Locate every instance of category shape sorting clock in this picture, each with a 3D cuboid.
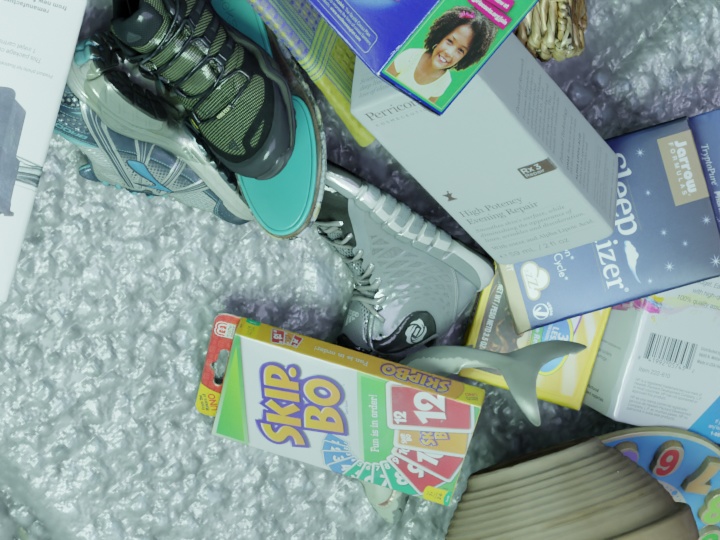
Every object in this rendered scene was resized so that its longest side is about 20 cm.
[{"bbox_3d":[0.207,0.202,1.601,0.198,0.039,0.201,-7,132,-8],"label":"shape sorting clock"}]

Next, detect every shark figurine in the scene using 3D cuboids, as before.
[{"bbox_3d":[0.054,0.083,1.506,0.128,0.214,0.090,47,37,-2],"label":"shark figurine"}]

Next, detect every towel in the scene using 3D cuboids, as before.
[{"bbox_3d":[-0.032,-0.190,1.403,0.200,0.023,0.144,49,37,-27],"label":"towel"}]

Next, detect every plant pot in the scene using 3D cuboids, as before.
[{"bbox_3d":[0.137,0.178,1.474,0.200,0.201,0.093,-16,86,-20],"label":"plant pot"}]

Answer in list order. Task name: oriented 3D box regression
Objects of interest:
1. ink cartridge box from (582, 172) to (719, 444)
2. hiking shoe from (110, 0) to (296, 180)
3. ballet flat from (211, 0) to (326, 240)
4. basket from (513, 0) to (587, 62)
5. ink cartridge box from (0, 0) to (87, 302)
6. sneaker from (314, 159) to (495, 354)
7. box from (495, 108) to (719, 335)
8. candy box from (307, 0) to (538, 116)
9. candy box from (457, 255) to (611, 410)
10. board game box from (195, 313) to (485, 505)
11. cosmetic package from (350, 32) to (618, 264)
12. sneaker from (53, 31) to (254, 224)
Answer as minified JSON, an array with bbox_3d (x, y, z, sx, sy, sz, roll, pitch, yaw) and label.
[{"bbox_3d":[0.262,0.024,1.592,0.144,0.085,0.201,14,97,-26],"label":"ink cartridge box"},{"bbox_3d":[-0.120,-0.141,1.337,0.076,0.201,0.100,-41,162,30],"label":"hiking shoe"},{"bbox_3d":[-0.060,-0.120,1.405,0.072,0.072,0.202,-14,85,-20],"label":"ballet flat"},{"bbox_3d":[0.083,-0.247,1.439,0.148,0.143,0.202,-1,98,13],"label":"basket"},{"bbox_3d":[-0.255,-0.095,1.302,0.084,0.145,0.201,14,96,-26],"label":"ink cartridge box"},{"bbox_3d":[0.000,0.000,1.478,0.199,0.075,0.116,31,91,-27],"label":"sneaker"},{"bbox_3d":[0.194,-0.038,1.511,0.199,0.032,0.122,-16,92,5],"label":"box"},{"bbox_3d":[0.054,-0.230,1.296,0.200,0.169,0.077,-50,139,14],"label":"candy box"},{"bbox_3d":[0.148,-0.003,1.552,0.101,0.026,0.201,16,96,-7],"label":"candy box"},{"bbox_3d":[-0.019,0.098,1.453,0.199,0.030,0.096,18,124,4],"label":"board game box"},{"bbox_3d":[0.088,-0.093,1.398,0.200,0.101,0.074,41,44,-40],"label":"cosmetic package"},{"bbox_3d":[-0.146,-0.088,1.403,0.086,0.078,0.200,-28,135,25],"label":"sneaker"}]
